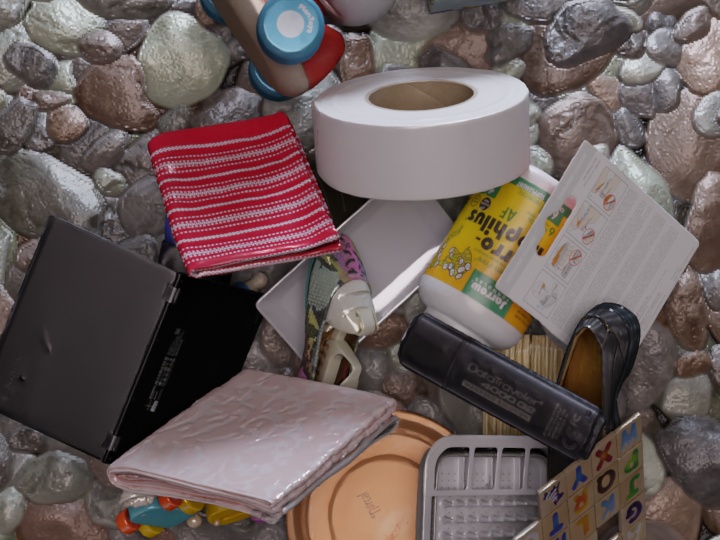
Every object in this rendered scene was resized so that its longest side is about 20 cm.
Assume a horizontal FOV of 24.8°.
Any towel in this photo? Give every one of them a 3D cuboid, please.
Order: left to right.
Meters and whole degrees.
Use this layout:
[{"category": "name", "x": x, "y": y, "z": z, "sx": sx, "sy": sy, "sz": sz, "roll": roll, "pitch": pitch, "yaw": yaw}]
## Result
[{"category": "towel", "x": -0.108, "y": -0.072, "z": 1.482, "sx": 0.143, "sy": 0.023, "sz": 0.201, "roll": -11, "pitch": 42, "yaw": -12}, {"category": "towel", "x": -0.092, "y": 0.151, "z": 1.443, "sx": 0.189, "sy": 0.200, "sz": 0.033, "roll": 8, "pitch": 116, "yaw": 34}]

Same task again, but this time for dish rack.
[{"category": "dish rack", "x": 0.116, "y": 0.254, "z": 1.525, "sx": 0.170, "sy": 0.043, "sz": 0.202, "roll": 5, "pitch": 85, "yaw": -34}]

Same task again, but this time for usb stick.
[{"category": "usb stick", "x": 0.124, "y": 0.103, "z": 1.464, "sx": 0.199, "sy": 0.033, "sz": 0.056, "roll": 28, "pitch": 102, "yaw": 16}]

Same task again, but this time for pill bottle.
[{"category": "pill bottle", "x": 0.124, "y": 0.003, "z": 1.548, "sx": 0.112, "sy": 0.113, "sz": 0.201, "roll": 32, "pitch": 86, "yaw": 0}]

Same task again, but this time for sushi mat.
[{"category": "sushi mat", "x": 0.164, "y": 0.163, "z": 1.588, "sx": 0.095, "sy": 0.012, "sz": 0.202, "roll": 2, "pitch": 86, "yaw": -1}]

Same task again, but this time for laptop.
[{"category": "laptop", "x": -0.217, "y": 0.073, "z": 1.527, "sx": 0.115, "sy": 0.199, "sz": 0.189, "roll": 29, "pitch": 98, "yaw": 39}]

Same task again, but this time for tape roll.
[{"category": "tape roll", "x": 0.056, "y": -0.129, "z": 1.506, "sx": 0.200, "sy": 0.203, "sz": 0.072, "roll": -5, "pitch": 112, "yaw": -2}]

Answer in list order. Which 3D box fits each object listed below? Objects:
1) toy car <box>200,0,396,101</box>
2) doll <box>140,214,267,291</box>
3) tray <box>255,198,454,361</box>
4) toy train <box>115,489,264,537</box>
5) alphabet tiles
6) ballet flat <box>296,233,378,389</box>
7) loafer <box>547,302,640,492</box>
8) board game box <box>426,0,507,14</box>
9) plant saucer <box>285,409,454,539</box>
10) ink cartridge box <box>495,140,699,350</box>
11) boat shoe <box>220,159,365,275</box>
[{"category": "toy car", "x": -0.038, "y": -0.281, "z": 1.530, "sx": 0.199, "sy": 0.184, "sz": 0.178, "roll": -33, "pitch": 87, "yaw": -10}, {"category": "doll", "x": -0.152, "y": -0.007, "z": 1.569, "sx": 0.135, "sy": 0.048, "sz": 0.202, "roll": 14, "pitch": 87, "yaw": -22}, {"category": "tray", "x": 0.000, "y": 0.000, "z": 1.574, "sx": 0.200, "sy": 0.022, "sz": 0.108, "roll": -42, "pitch": 115, "yaw": -4}, {"category": "toy train", "x": -0.131, "y": 0.189, "z": 1.509, "sx": 0.198, "sy": 0.151, "sz": 0.056, "roll": -7, "pitch": 61, "yaw": -16}, {"category": "alphabet tiles", "x": 0.191, "y": 0.243, "z": 1.496, "sx": 0.199, "sy": 0.168, "sz": 0.008, "roll": -33, "pitch": 44, "yaw": -26}, {"category": "ballet flat", "x": -0.021, "y": 0.069, "z": 1.535, "sx": 0.069, "sy": 0.071, "sz": 0.202, "roll": 1, "pitch": 107, "yaw": -40}, {"category": "loafer", "x": 0.199, "y": 0.130, "z": 1.495, "sx": 0.072, "sy": 0.072, "sz": 0.202, "roll": 14, "pitch": 104, "yaw": 31}, {"category": "board game box", "x": 0.101, "y": -0.364, "z": 1.576, "sx": 0.104, "sy": 0.103, "sz": 0.202, "roll": -9, "pitch": 87, "yaw": -2}, {"category": "plant saucer", "x": 0.027, "y": 0.234, "z": 1.563, "sx": 0.198, "sy": 0.032, "sz": 0.203, "roll": 0, "pitch": 85, "yaw": 2}, {"category": "ink cartridge box", "x": 0.214, "y": -0.010, "z": 1.532, "sx": 0.199, "sy": 0.047, "sz": 0.161, "roll": 35, "pitch": 85, "yaw": -36}, {"category": "boat shoe", "x": -0.083, "y": -0.053, "z": 1.546, "sx": 0.199, "sy": 0.068, "sz": 0.073, "roll": -24, "pitch": 96, "yaw": -40}]
